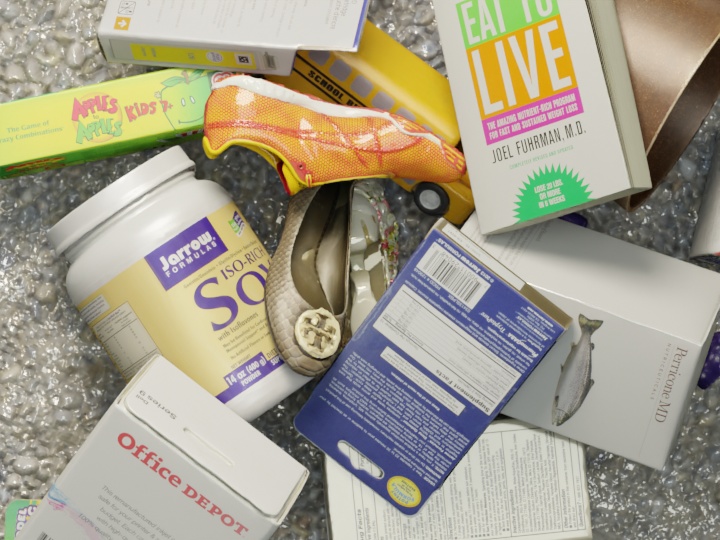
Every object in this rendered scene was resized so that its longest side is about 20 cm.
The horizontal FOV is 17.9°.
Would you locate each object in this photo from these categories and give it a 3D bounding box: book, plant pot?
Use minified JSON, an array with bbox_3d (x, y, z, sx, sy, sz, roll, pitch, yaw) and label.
[{"bbox_3d":[0.127,-0.139,1.653,0.133,0.048,0.201,-17,81,35],"label":"book"},{"bbox_3d":[0.170,-0.175,1.736,0.200,0.187,0.187,32,87,12],"label":"plant pot"}]

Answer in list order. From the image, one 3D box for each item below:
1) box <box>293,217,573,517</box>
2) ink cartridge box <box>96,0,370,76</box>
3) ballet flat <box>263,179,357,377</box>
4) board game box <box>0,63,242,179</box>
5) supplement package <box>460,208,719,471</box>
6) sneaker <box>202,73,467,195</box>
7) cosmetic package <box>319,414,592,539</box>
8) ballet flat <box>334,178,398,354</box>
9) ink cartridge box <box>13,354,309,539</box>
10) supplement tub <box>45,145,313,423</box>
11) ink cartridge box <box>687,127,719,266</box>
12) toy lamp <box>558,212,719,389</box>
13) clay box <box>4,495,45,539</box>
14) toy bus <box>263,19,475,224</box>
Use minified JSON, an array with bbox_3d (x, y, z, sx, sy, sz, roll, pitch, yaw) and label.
[{"bbox_3d":[0.049,0.074,1.667,0.121,0.032,0.200,38,114,2],"label":"box"},{"bbox_3d":[-0.078,-0.237,1.714,0.199,0.047,0.198,7,59,10],"label":"ink cartridge box"},{"bbox_3d":[-0.029,-0.015,1.689,0.067,0.046,0.201,30,50,-31],"label":"ballet flat"},{"bbox_3d":[-0.186,-0.115,1.737,0.199,0.102,0.048,-12,88,-4],"label":"board game box"},{"bbox_3d":[0.159,0.044,1.706,0.199,0.117,0.117,19,119,11],"label":"supplement package"},{"bbox_3d":[-0.020,-0.087,1.680,0.199,0.073,0.078,12,85,-7],"label":"sneaker"},{"bbox_3d":[0.071,0.165,1.752,0.199,0.087,0.104,-4,89,-5],"label":"cosmetic package"},{"bbox_3d":[0.000,0.000,1.764,0.075,0.064,0.201,-12,89,-3],"label":"ballet flat"},{"bbox_3d":[-0.153,0.184,1.648,0.145,0.088,0.200,37,120,-2],"label":"ink cartridge box"},{"bbox_3d":[-0.131,0.023,1.714,0.145,0.145,0.200,-34,91,-4],"label":"supplement tub"},{"bbox_3d":[0.299,-0.059,1.715,0.050,0.200,0.110,14,88,-3],"label":"ink cartridge box"},{"bbox_3d":[0.203,0.014,1.780,0.200,0.058,0.058,35,87,-2],"label":"toy lamp"},{"bbox_3d":[-0.173,0.232,1.755,0.199,0.048,0.116,3,89,-2],"label":"clay box"},{"bbox_3d":[0.021,-0.126,1.751,0.200,0.065,0.078,36,128,-2],"label":"toy bus"}]
